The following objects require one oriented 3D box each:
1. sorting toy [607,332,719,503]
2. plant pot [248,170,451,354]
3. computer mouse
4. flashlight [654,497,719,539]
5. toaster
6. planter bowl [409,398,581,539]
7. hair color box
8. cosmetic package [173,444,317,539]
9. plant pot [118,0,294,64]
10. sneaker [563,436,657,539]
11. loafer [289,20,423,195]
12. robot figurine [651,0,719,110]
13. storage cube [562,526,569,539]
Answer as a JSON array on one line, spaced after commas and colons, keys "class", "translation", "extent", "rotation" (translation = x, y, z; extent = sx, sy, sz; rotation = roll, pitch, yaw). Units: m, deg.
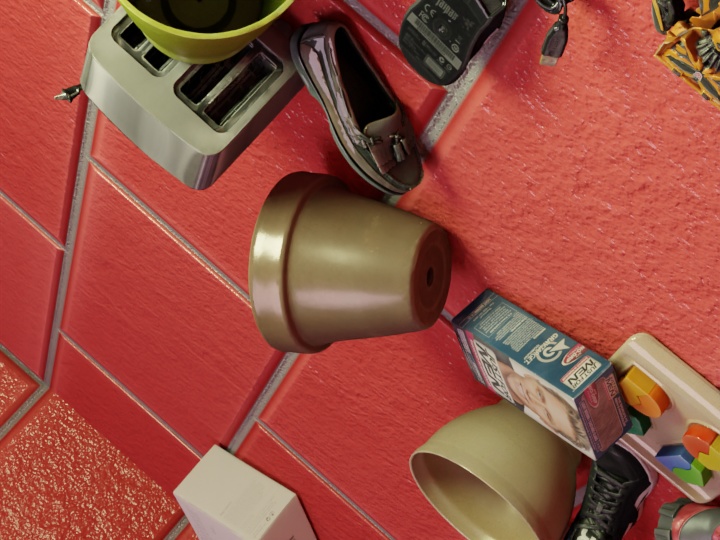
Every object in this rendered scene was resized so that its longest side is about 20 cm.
[{"class": "sorting toy", "translation": [0.320, 0.161, 1.707], "extent": [0.185, 0.037, 0.200], "rotation": [40, 156, 7]}, {"class": "plant pot", "translation": [0.000, 0.000, 1.776], "extent": [0.173, 0.201, 0.201], "rotation": [7, 143, 25]}, {"class": "computer mouse", "translation": [0.113, -0.213, 1.383], "extent": [0.140, 0.046, 0.201], "rotation": [42, 146, 11]}, {"class": "flashlight", "translation": [0.397, 0.286, 1.752], "extent": [0.199, 0.067, 0.069], "rotation": [5, 104, 62]}, {"class": "toaster", "translation": [-0.173, -0.199, 1.659], "extent": [0.181, 0.200, 0.119], "rotation": [42, 161, 2]}, {"class": "planter bowl", "translation": [0.176, 0.235, 1.935], "extent": [0.200, 0.135, 0.201], "rotation": [36, 157, 18]}, {"class": "hair color box", "translation": [0.189, 0.107, 1.744], "extent": [0.199, 0.060, 0.100], "rotation": [32, 155, 46]}, {"class": "cosmetic package", "translation": [-0.195, 0.440, 2.886], "extent": [0.199, 0.123, 0.200], "rotation": [25, 152, 31]}, {"class": "plant pot", "translation": [-0.146, -0.280, 1.516], "extent": [0.200, 0.201, 0.193], "rotation": [41, 167, 1]}, {"class": "sneaker", "translation": [0.277, 0.272, 1.868], "extent": [0.073, 0.112, 0.201], "rotation": [27, 154, 23]}, {"class": "loafer", "translation": [0.005, -0.157, 1.617], "extent": [0.063, 0.072, 0.201], "rotation": [-7, 125, 53]}, {"class": "robot figurine", "translation": [0.271, -0.182, 1.163], "extent": [0.145, 0.058, 0.200], "rotation": [40, 156, 7]}, {"class": "storage cube", "translation": [0.229, 0.455, 2.101], "extent": [0.179, 0.200, 0.171], "rotation": [-36, 103, 29]}]
